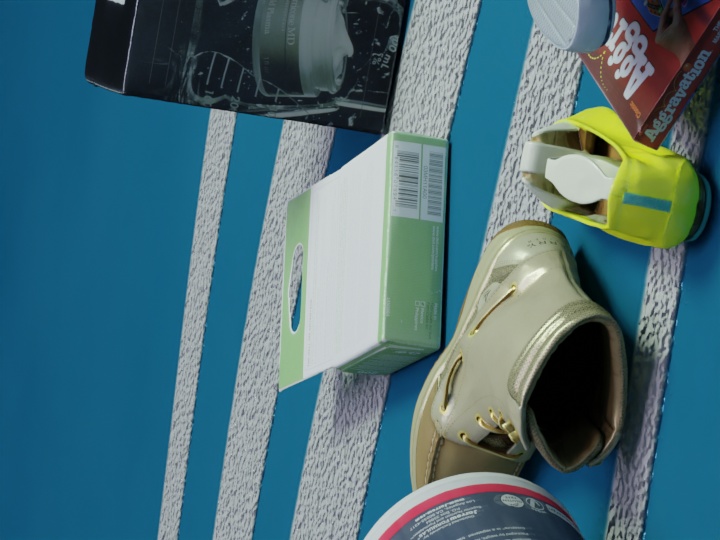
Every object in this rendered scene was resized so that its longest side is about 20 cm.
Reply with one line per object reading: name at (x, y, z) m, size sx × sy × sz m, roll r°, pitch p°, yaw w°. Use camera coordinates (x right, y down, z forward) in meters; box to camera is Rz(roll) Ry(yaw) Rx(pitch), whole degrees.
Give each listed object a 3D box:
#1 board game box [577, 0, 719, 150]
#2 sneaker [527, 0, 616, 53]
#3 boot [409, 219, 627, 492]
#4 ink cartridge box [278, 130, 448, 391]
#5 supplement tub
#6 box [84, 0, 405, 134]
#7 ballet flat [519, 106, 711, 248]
board game box at (0.154, -0.158, 1.581) m, size 0.103 × 0.019 × 0.200 m, roll -59°, pitch 27°, yaw 21°
sneaker at (0.124, -0.190, 1.549) m, size 0.201 × 0.070 × 0.073 m, roll -99°, pitch 15°, yaw -47°
boot at (0.091, 0.088, 1.626) m, size 0.156 × 0.072 × 0.201 m, roll -120°, pitch 47°, yaw -65°
ink cartridge box at (0.000, 0.000, 1.951) m, size 0.200 × 0.048 × 0.147 m, roll 148°, pitch 126°, yaw -66°
supplement tub at (0.080, 0.212, 1.515) m, size 0.200 × 0.139 × 0.141 m, roll -118°, pitch 40°, yaw -58°
box at (-0.075, -0.212, 2.014) m, size 0.124 × 0.195 × 0.201 m, roll -154°, pitch 73°, yaw -68°
ballet flat at (0.127, -0.055, 1.584) m, size 0.200 × 0.067 × 0.067 m, roll -148°, pitch 65°, yaw -69°
